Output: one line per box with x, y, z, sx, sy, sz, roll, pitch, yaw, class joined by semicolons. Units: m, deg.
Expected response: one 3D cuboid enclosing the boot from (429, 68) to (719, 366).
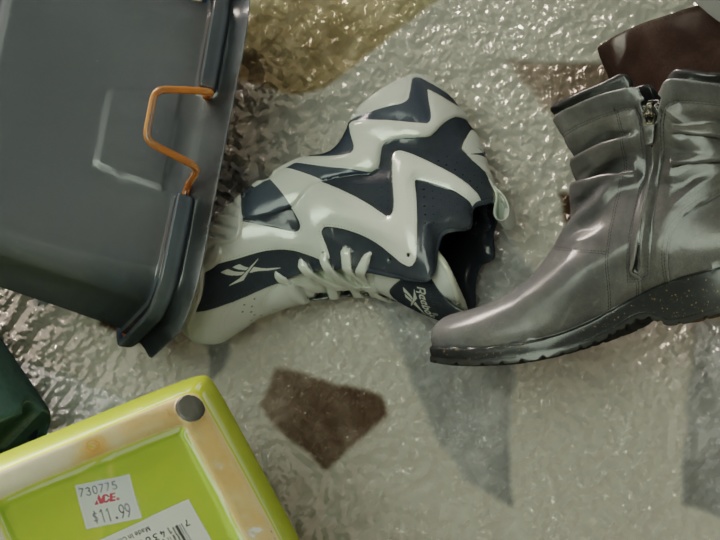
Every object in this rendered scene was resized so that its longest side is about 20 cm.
0.118;-0.027;1.321;0.200;0.070;0.132;-16;88;16;boot

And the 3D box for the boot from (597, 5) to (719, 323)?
0.231;-0.074;1.337;0.200;0.072;0.167;-16;76;19;boot

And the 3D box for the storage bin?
-0.149;-0.070;1.392;0.134;0.146;0.201;13;74;-14;storage bin

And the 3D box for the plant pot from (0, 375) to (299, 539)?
-0.123;0.180;1.306;0.200;0.182;0.199;-21;68;-21;plant pot

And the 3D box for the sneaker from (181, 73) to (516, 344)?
0.000;0.000;1.395;0.199;0.080;0.130;-37;61;-2;sneaker

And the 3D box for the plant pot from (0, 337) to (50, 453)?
-0.291;0.055;1.431;0.200;0.200;0.196;-42;76;6;plant pot

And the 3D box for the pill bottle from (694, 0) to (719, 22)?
0.248;-0.219;1.324;0.112;0.112;0.200;30;78;22;pill bottle
